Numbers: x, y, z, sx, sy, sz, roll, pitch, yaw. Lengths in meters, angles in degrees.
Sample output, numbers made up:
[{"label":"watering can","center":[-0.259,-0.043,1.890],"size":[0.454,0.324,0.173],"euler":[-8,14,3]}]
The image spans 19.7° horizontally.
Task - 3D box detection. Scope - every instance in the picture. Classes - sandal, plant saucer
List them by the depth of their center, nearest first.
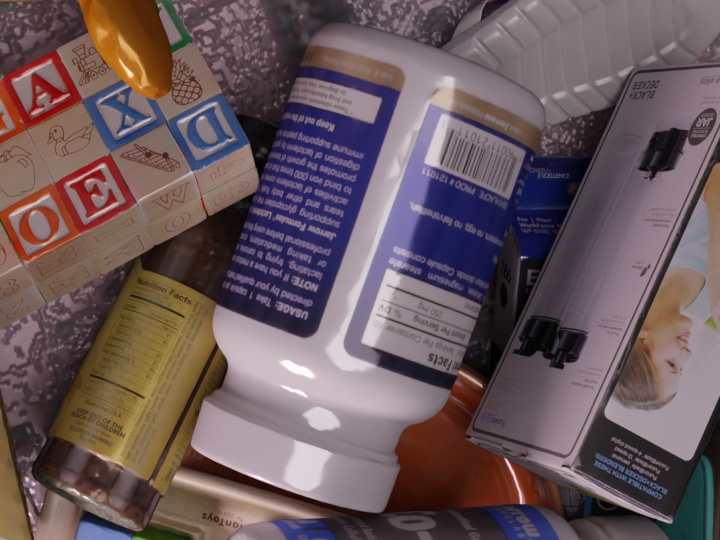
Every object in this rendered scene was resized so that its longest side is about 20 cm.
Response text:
[{"label":"sandal","center":[0.082,-0.109,1.020],"size":[0.201,0.050,0.083],"euler":[-26,126,5]},{"label":"plant saucer","center":[0.003,0.131,1.033],"size":[0.198,0.032,0.202],"euler":[1,101,5]}]

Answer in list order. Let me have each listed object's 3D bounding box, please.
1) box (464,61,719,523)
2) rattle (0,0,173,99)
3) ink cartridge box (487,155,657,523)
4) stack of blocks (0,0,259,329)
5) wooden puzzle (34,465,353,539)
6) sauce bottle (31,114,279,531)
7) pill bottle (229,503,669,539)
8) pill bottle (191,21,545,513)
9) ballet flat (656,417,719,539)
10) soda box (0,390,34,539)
[{"label":"box","center":[0.134,0.006,0.955],"size":[0.060,0.116,0.201],"euler":[28,82,-20]},{"label":"rattle","center":[-0.182,-0.119,0.892],"size":[0.198,0.130,0.144],"euler":[-7,79,-1]},{"label":"ink cartridge box","center":[0.116,0.043,1.048],"size":[0.098,0.039,0.202],"euler":[-1,107,-12]},{"label":"stack of blocks","center":[-0.160,-0.047,0.947],"size":[0.199,0.059,0.116],"euler":[-28,73,-6]},{"label":"wooden puzzle","center":[-0.085,0.199,1.012],"size":[0.184,0.046,0.202],"euler":[16,100,1]},{"label":"sauce bottle","center":[-0.085,0.022,0.983],"size":[0.064,0.065,0.201],"euler":[31,74,-16]},{"label":"pill bottle","center":[0.042,0.165,0.941],"size":[0.198,0.114,0.115],"euler":[-2,100,-20]},{"label":"pill bottle","center":[0.000,0.000,0.935],"size":[0.115,0.116,0.202],"euler":[20,89,-15]},{"label":"ballet flat","center":[0.178,0.083,0.998],"size":[0.069,0.069,0.202],"euler":[9,76,-14]},{"label":"soda box","center":[-0.185,0.087,0.923],"size":[0.063,0.201,0.068],"euler":[-13,59,-9]}]
